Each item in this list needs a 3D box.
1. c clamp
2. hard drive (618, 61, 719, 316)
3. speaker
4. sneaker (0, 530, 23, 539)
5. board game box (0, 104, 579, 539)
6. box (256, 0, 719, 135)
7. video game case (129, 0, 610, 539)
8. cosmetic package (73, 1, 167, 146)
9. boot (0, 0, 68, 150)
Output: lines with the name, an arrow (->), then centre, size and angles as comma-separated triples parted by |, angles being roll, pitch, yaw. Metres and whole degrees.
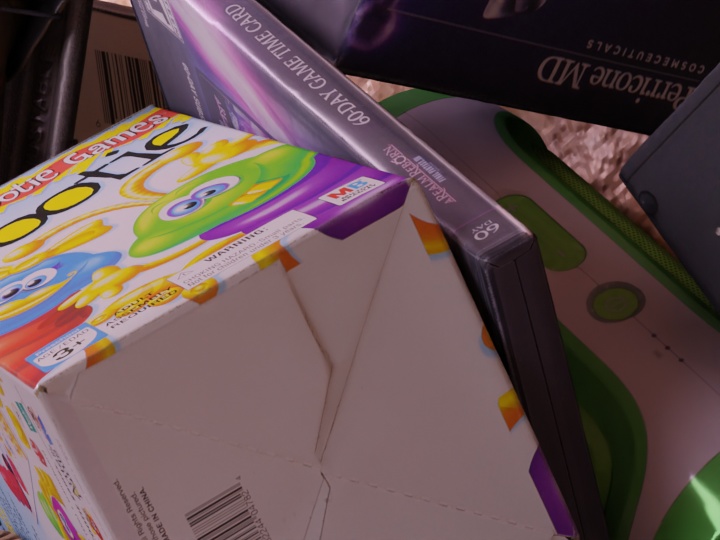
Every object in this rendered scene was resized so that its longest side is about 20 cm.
c clamp -> -0.150, -0.048, 0.874 | 0.171, 0.027, 0.200 | 25, 105, 47
hard drive -> 0.158, 0.019, 0.604 | 0.200, 0.033, 0.140 | 55, 142, 12
speaker -> 0.063, 0.026, 0.750 | 0.200, 0.088, 0.089 | 45, 118, 43
sneaker -> -0.163, 0.137, 0.752 | 0.200, 0.071, 0.113 | -5, 109, 35
board game box -> -0.046, 0.031, 0.686 | 0.105, 0.103, 0.200 | 65, 163, -18
box -> 0.056, -0.152, 0.740 | 0.104, 0.148, 0.200 | 42, 117, 44
video game case -> 0.000, 0.000, 0.713 | 0.200, 0.019, 0.143 | 44, 158, 47
cosmetic package -> -0.138, -0.025, 0.967 | 0.200, 0.105, 0.071 | -28, 64, 42
boot -> -0.126, -0.078, 0.790 | 0.097, 0.075, 0.200 | -28, 68, 41
